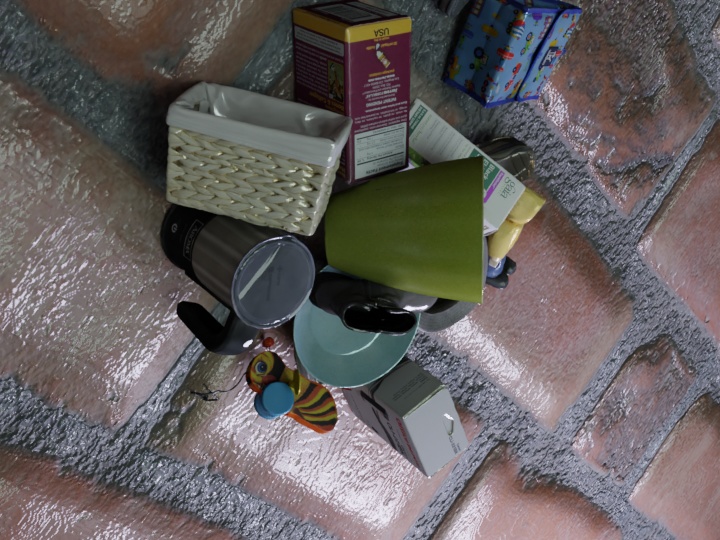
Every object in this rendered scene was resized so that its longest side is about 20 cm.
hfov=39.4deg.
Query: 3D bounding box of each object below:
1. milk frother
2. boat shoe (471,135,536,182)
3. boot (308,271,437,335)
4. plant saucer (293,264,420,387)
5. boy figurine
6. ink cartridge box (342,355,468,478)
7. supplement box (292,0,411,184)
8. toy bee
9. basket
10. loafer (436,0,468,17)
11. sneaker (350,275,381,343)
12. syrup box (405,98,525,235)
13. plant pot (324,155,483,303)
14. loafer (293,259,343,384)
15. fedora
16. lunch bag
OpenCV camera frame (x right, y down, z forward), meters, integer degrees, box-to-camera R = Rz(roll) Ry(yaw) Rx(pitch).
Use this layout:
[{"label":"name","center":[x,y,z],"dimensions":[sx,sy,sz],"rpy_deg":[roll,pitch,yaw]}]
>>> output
[{"label":"milk frother","center":[-0.125,0.004,1.279],"dimensions":[0.199,0.188,0.181],"rpy_deg":[-8,117,-36]},{"label":"boat shoe","center":[0.162,-0.152,1.509],"dimensions":[0.199,0.073,0.075],"rpy_deg":[-13,130,-11]},{"label":"boot","center":[0.041,0.050,1.322],"dimensions":[0.199,0.132,0.070],"rpy_deg":[-3,108,-28]},{"label":"plant saucer","center":[-0.009,0.064,1.401],"dimensions":[0.200,0.039,0.202],"rpy_deg":[-10,111,-26]},{"label":"boy figurine","center":[0.235,-0.064,1.564],"dimensions":[0.124,0.064,0.200],"rpy_deg":[-54,167,-39]},{"label":"ink cartridge box","center":[0.056,0.196,1.510],"dimensions":[0.084,0.200,0.145],"rpy_deg":[-37,130,-18]},{"label":"supplement box","center":[-0.011,-0.232,1.290],"dimensions":[0.103,0.131,0.201],"rpy_deg":[-18,123,-31]},{"label":"toy bee","center":[-0.118,0.153,1.417],"dimensions":[0.200,0.131,0.109],"rpy_deg":[26,70,-32]},{"label":"basket","center":[-0.122,-0.132,1.192],"dimensions":[0.199,0.136,0.124],"rpy_deg":[13,114,3]},{"label":"loafer","center":[0.154,-0.445,1.363],"dimensions":[0.200,0.063,0.072],"rpy_deg":[-59,168,24]},{"label":"sneaker","center":[0.000,0.000,1.453],"dimensions":[0.078,0.079,0.201],"rpy_deg":[-6,111,-27]},{"label":"syrup box","center":[0.124,-0.140,1.406],"dimensions":[0.200,0.081,0.079],"rpy_deg":[38,75,-8]},{"label":"plant pot","center":[0.058,-0.053,1.292],"dimensions":[0.199,0.187,0.188],"rpy_deg":[1,119,7]},{"label":"loafer","center":[-0.055,0.081,1.444],"dimensions":[0.070,0.069,0.201],"rpy_deg":[-50,145,-56]},{"label":"fedora","center":[0.104,-0.015,1.516],"dimensions":[0.177,0.090,0.201],"rpy_deg":[-33,131,-21]},{"label":"lunch bag","center":[0.236,-0.325,1.471],"dimensions":[0.200,0.094,0.151],"rpy_deg":[-10,131,-47]}]
